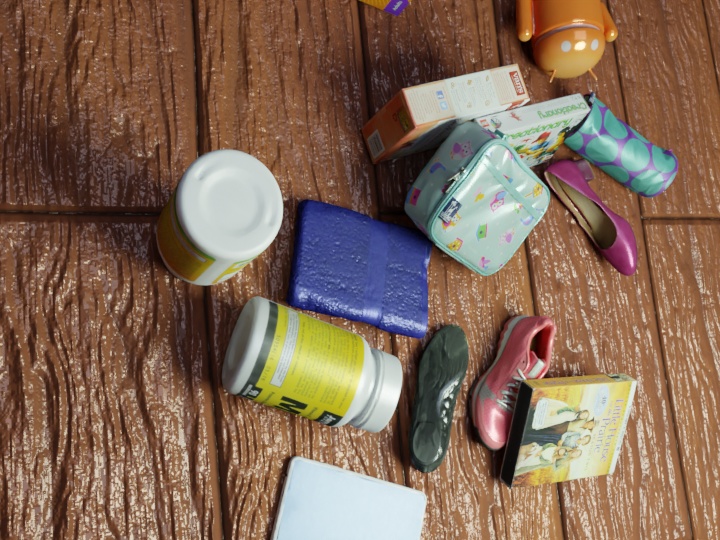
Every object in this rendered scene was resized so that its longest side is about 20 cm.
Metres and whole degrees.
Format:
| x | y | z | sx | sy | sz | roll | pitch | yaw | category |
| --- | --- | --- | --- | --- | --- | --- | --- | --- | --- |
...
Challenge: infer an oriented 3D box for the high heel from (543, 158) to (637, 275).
| x | y | z | sx | sy | sz | roll | pitch | yaw | category |
| --- | --- | --- | --- | --- | --- | --- | --- | --- | --- |
| 0.347 | -0.076 | 1.146 | 0.094 | 0.067 | 0.204 | -15 | 71 | -36 | high heel |

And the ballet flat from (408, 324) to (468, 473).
| x | y | z | sx | sy | sz | roll | pitch | yaw | category |
| --- | --- | --- | --- | --- | --- | --- | --- | --- | --- |
| 0.100 | 0.166 | 0.999 | 0.065 | 0.057 | 0.204 | 14 | 66 | 8 | ballet flat |

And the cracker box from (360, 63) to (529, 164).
| x | y | z | sx | sy | sz | roll | pitch | yaw | category |
| --- | --- | --- | --- | --- | --- | --- | --- | --- | --- |
| 0.115 | -0.213 | 1.029 | 0.196 | 0.133 | 0.059 | -20 | 86 | -26 | cracker box |

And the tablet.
| x | y | z | sx | sy | sz | roll | pitch | yaw | category |
| --- | --- | --- | --- | --- | --- | --- | --- | --- | --- |
| -0.012 | 0.318 | 0.925 | 0.196 | 0.014 | 0.134 | 21 | 71 | -21 | tablet |

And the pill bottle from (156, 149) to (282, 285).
| x | y | z | sx | sy | sz | roll | pitch | yaw | category |
| --- | --- | --- | --- | --- | --- | --- | --- | --- | --- |
| -0.164 | -0.047 | 0.826 | 0.108 | 0.199 | 0.115 | 6 | 76 | -23 | pill bottle |

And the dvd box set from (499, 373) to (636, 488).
| x | y | z | sx | sy | sz | roll | pitch | yaw | category |
| --- | --- | --- | --- | --- | --- | --- | --- | --- | --- |
| 0.289 | 0.219 | 1.037 | 0.195 | 0.029 | 0.151 | 2 | 106 | -29 | dvd box set |

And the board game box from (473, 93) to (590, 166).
| x | y | z | sx | sy | sz | roll | pitch | yaw | category |
| --- | --- | --- | --- | --- | --- | --- | --- | --- | --- |
| 0.220 | -0.185 | 1.076 | 0.196 | 0.127 | 0.035 | -19 | 69 | -27 | board game box |

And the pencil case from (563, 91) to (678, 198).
| x | y | z | sx | sy | sz | roll | pitch | yaw | category |
| --- | --- | --- | --- | --- | --- | --- | --- | --- | --- |
| 0.407 | -0.199 | 1.191 | 0.197 | 0.085 | 0.094 | 30 | 68 | -17 | pencil case |

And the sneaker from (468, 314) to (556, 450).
| x | y | z | sx | sy | sz | roll | pitch | yaw | category |
| --- | --- | --- | --- | --- | --- | --- | --- | --- | --- |
| 0.211 | 0.145 | 1.025 | 0.073 | 0.086 | 0.204 | 30 | 68 | -15 | sneaker |

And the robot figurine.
| x | y | z | sx | sy | sz | roll | pitch | yaw | category |
| --- | --- | --- | --- | --- | --- | --- | --- | --- | --- |
| 0.321 | -0.392 | 1.174 | 0.142 | 0.115 | 0.206 | 7 | 75 | -48 | robot figurine |

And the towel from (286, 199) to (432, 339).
| x | y | z | sx | sy | sz | roll | pitch | yaw | category |
| --- | --- | --- | --- | --- | --- | --- | --- | --- | --- |
| 0.000 | 0.000 | 0.983 | 0.195 | 0.049 | 0.152 | 15 | 66 | -21 | towel |

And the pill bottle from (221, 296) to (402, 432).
| x | y | z | sx | sy | sz | roll | pitch | yaw | category |
| --- | --- | --- | --- | --- | --- | --- | --- | --- | --- |
| -0.055 | 0.117 | 0.891 | 0.196 | 0.114 | 0.117 | 22 | 71 | -19 | pill bottle |

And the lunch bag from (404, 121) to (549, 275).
| x | y | z | sx | sy | sz | roll | pitch | yaw | category |
| --- | --- | --- | --- | --- | --- | --- | --- | --- | --- |
| 0.158 | -0.092 | 0.986 | 0.161 | 0.077 | 0.199 | -50 | 139 | 9 | lunch bag |

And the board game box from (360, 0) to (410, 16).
| x | y | z | sx | sy | sz | roll | pitch | yaw | category |
| --- | --- | --- | --- | --- | --- | --- | --- | --- | --- |
| 0.021 | -0.514 | 1.012 | 0.195 | 0.199 | 0.206 | 14 | 73 | -21 | board game box |
